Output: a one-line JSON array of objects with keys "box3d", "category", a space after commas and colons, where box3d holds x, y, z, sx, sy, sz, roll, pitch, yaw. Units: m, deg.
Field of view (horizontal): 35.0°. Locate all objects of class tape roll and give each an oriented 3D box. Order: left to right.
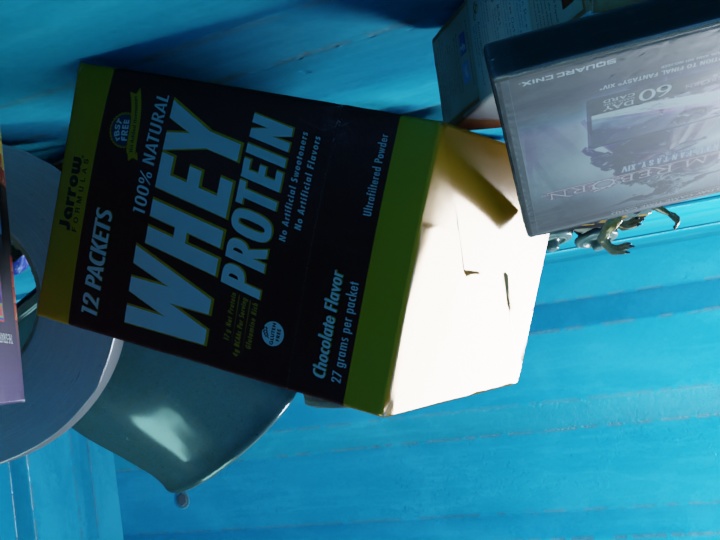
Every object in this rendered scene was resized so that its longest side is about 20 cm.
[{"box3d": [-0.244, 0.021, 0.693, 0.200, 0.200, 0.066, -7, 176, -9], "category": "tape roll"}]

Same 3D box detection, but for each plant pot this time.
[{"box3d": [-0.153, 0.058, 0.875, 0.200, 0.188, 0.200, -38, -169, 9], "category": "plant pot"}]

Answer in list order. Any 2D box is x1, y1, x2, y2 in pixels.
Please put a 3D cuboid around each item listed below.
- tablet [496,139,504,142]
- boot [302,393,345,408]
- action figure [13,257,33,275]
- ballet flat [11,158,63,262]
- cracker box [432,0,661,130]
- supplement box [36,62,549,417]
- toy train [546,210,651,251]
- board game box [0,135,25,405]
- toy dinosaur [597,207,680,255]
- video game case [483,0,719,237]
[{"box3d": [0.018, -0.088, 0.976, 0.200, 0.014, 0.130, -13, 173, 39], "category": "tablet"}, {"box3d": [0.002, 0.000, 0.848, 0.073, 0.200, 0.182, -5, 175, -41], "category": "boot"}, {"box3d": [-0.256, -0.035, 0.945, 0.065, 0.052, 0.200, -11, 174, -38], "category": "action figure"}, {"box3d": [-0.245, -0.044, 0.805, 0.200, 0.069, 0.071, -15, 154, 32], "category": "ballet flat"}, {"box3d": [0.124, -0.115, 0.524, 0.134, 0.058, 0.200, -7, 175, -11], "category": "cracker box"}, {"box3d": [-0.024, -0.019, 0.618, 0.200, 0.133, 0.197, 13, -175, 25], "category": "supplement box"}, {"box3d": [0.198, -0.070, 1.138, 0.200, 0.085, 0.114, -3, 161, -18], "category": "toy train"}, {"box3d": [-0.210, -0.014, 0.537, 0.057, 0.165, 0.200, -7, 176, -6], "category": "board game box"}, {"box3d": [0.231, -0.071, 1.063, 0.200, 0.101, 0.058, -23, -156, 18], "category": "toy dinosaur"}, {"box3d": [0.134, -0.066, 0.496, 0.143, 0.019, 0.200, -13, 162, 8], "category": "video game case"}]
